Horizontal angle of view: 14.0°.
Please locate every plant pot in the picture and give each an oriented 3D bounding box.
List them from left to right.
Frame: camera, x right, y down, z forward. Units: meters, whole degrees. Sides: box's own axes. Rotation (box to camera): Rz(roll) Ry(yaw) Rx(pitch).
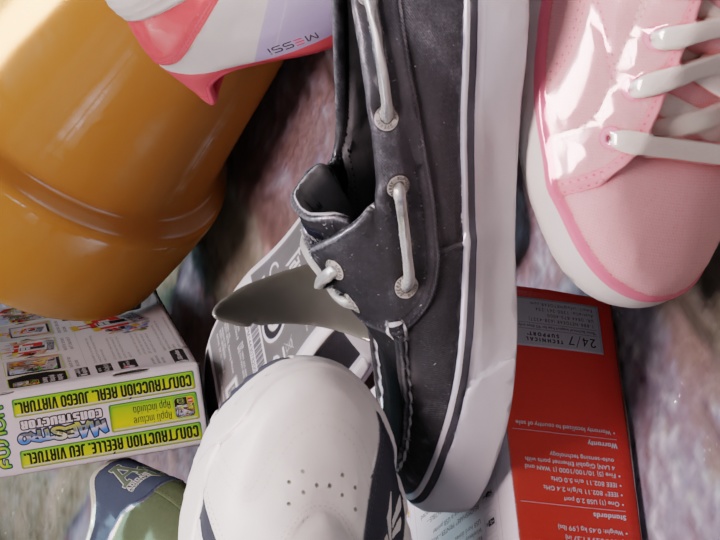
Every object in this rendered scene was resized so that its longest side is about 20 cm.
[{"bbox_3d":[-0.111,-0.112,1.242,0.183,0.200,0.200,-45,41,29],"label":"plant pot"}]

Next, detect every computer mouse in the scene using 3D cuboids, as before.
[{"bbox_3d":[0.000,0.000,1.125,0.200,0.044,0.110,-50,40,41],"label":"computer mouse"}]

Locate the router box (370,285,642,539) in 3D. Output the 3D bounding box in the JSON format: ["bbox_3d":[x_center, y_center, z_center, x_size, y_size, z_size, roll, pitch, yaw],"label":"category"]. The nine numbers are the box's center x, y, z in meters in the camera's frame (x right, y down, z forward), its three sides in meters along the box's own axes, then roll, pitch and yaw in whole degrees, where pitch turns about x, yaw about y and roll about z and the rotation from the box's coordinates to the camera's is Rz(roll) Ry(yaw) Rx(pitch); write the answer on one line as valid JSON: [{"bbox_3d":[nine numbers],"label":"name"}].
[{"bbox_3d":[0.027,0.128,1.016,0.200,0.049,0.180,-44,45,52],"label":"router box"}]

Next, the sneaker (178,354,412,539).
[{"bbox_3d":[-0.008,0.129,0.874,0.130,0.079,0.200,-170,91,-69],"label":"sneaker"}]

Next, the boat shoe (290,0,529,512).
[{"bbox_3d":[0.011,-0.015,0.921,0.072,0.068,0.201,-124,34,-60],"label":"boat shoe"}]

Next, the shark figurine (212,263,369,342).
[{"bbox_3d":[0.017,-0.079,1.011,0.215,0.089,0.128,-54,26,10],"label":"shark figurine"}]

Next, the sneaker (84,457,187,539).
[{"bbox_3d":[-0.094,0.161,1.191,0.090,0.067,0.201,40,130,28],"label":"sneaker"}]

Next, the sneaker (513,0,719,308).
[{"bbox_3d":[0.106,-0.087,0.888,0.105,0.075,0.201,4,89,59],"label":"sneaker"}]

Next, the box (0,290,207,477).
[{"bbox_3d":[-0.130,0.045,1.245,0.200,0.110,0.035,-135,37,-78],"label":"box"}]

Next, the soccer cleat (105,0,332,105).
[{"bbox_3d":[-0.001,-0.125,1.104,0.200,0.073,0.068,-21,33,25],"label":"soccer cleat"}]
